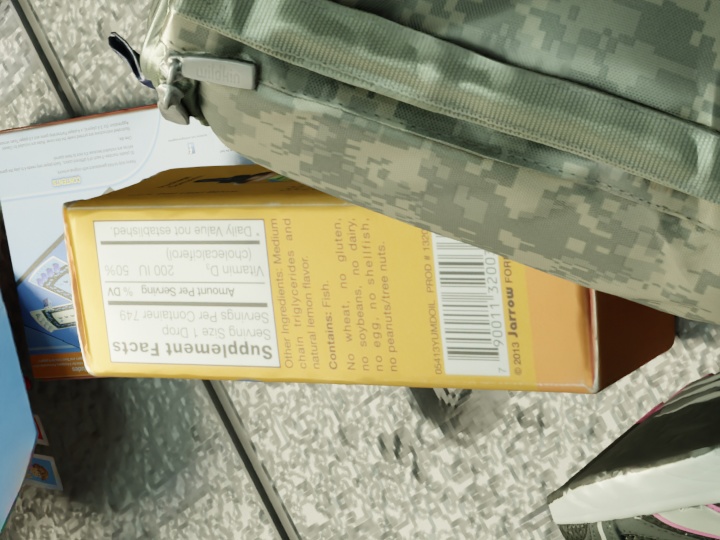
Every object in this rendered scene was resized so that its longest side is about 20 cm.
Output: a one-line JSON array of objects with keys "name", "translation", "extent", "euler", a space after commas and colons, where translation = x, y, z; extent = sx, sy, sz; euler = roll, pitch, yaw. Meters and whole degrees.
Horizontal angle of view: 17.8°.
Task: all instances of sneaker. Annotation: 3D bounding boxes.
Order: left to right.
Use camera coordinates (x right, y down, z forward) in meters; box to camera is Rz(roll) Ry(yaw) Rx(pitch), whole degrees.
[{"name": "sneaker", "translation": [0.143, 0.073, 0.664], "extent": [0.200, 0.080, 0.087], "euler": [-16, 100, 48]}]

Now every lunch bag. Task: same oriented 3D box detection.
[{"name": "lunch bag", "translation": [0.051, -0.070, 0.614], "extent": [0.199, 0.168, 0.140], "euler": [20, 114, 6]}]

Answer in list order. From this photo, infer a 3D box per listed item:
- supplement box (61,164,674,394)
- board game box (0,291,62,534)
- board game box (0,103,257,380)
[{"name": "supplement box", "translation": [0.000, 0.000, 0.764], "extent": [0.199, 0.066, 0.069], "euler": [3, 104, 31]}, {"name": "board game box", "translation": [-0.182, 0.068, 0.962], "extent": [0.158, 0.039, 0.201], "euler": [-43, 47, 25]}, {"name": "board game box", "translation": [-0.062, -0.013, 0.868], "extent": [0.199, 0.019, 0.104], "euler": [-5, 96, 42]}]
